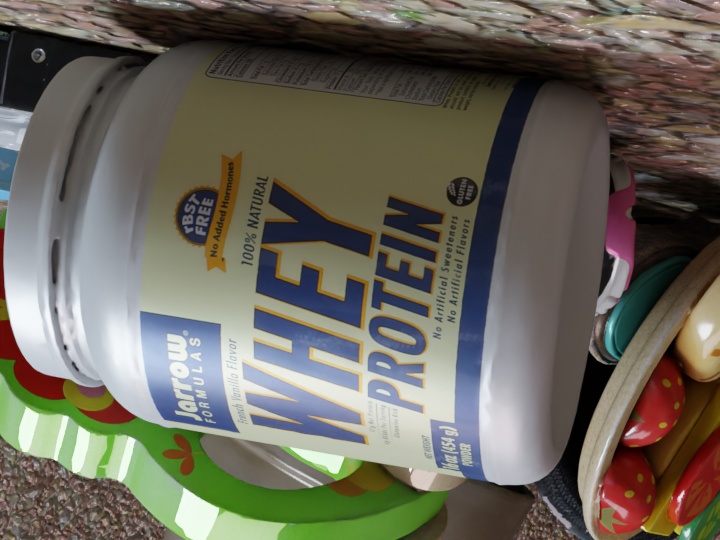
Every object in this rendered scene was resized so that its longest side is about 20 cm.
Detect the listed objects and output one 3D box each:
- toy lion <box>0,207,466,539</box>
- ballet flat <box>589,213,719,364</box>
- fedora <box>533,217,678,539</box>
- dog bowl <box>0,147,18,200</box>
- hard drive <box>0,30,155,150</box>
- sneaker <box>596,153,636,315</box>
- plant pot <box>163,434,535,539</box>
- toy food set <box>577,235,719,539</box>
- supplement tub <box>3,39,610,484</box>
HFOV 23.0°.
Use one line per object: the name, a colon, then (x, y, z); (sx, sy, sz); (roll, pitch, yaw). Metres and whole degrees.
toy lion: (-0.073, 0.042, 0.746); (0.190, 0.069, 0.201); (-6, -134, -31)
ballet flat: (0.144, 0.004, 0.904); (0.067, 0.069, 0.199); (31, -162, 27)
fedora: (0.138, 0.064, 1.015); (0.199, 0.203, 0.091); (12, 171, -38)
dog bowl: (-0.186, -0.060, 1.063); (0.110, 0.050, 0.199); (7, 176, 29)
hard drive: (-0.089, -0.067, 0.798); (0.198, 0.038, 0.140); (11, 176, -13)
sneaker: (0.058, -0.021, 0.821); (0.086, 0.075, 0.200); (4, -176, -20)
plant pot: (-0.029, 0.153, 0.966); (0.198, 0.175, 0.200); (27, -178, -1)
toy food set: (0.181, 0.057, 0.895); (0.048, 0.201, 0.198); (33, -175, 27)
supplement tub: (-0.016, -0.007, 0.653); (0.198, 0.147, 0.145); (8, 177, 14)
